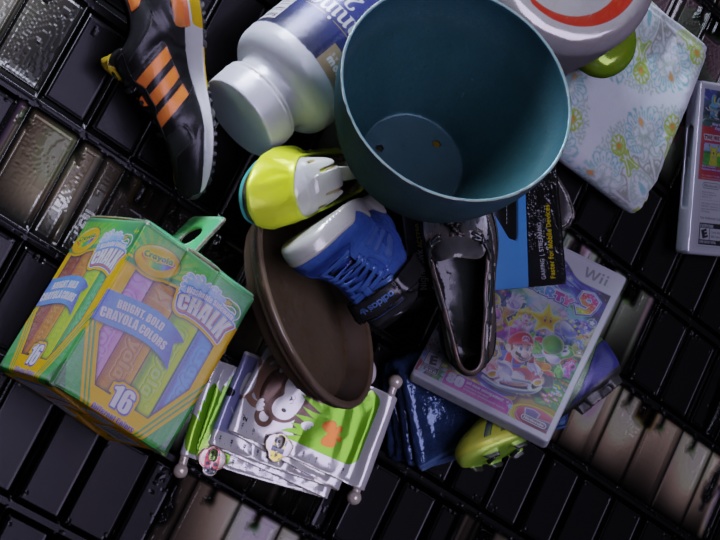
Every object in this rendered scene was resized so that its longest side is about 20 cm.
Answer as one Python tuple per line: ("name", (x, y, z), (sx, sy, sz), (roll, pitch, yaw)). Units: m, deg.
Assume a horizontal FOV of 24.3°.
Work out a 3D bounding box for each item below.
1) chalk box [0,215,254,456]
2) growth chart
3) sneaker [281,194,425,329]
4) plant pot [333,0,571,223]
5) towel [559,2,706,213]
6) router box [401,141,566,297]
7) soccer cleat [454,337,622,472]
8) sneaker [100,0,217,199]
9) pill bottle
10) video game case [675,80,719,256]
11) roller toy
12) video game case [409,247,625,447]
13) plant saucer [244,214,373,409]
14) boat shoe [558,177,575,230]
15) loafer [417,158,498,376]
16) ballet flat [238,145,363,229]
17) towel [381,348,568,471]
("chalk box", (-0.184, 0.032, 1.391), (0.124, 0.124, 0.201), (36, 73, -28))
("growth chart", (-0.063, 0.134, 1.519), (0.199, 0.018, 0.146), (14, 85, -21))
("sneaker", (0.001, -0.001, 1.468), (0.077, 0.200, 0.112), (-31, 90, 15))
("plant pot", (0.062, -0.120, 1.419), (0.199, 0.135, 0.201), (7, 65, -14))
("towel", (0.261, -0.185, 1.700), (0.171, 0.048, 0.201), (31, 76, -28))
("router box", (0.110, -0.082, 1.550), (0.148, 0.051, 0.201), (-6, 106, 6))
("soccer cleat", (0.160, 0.122, 1.600), (0.200, 0.065, 0.084), (-30, 78, -23))
("sneaker", (-0.176, -0.159, 1.427), (0.089, 0.070, 0.201), (-6, 96, -16))
("pill bottle", (-0.038, -0.193, 1.477), (0.200, 0.111, 0.111), (-42, 113, -23))
("video game case", (0.422, -0.103, 1.810), (0.199, 0.023, 0.184), (4, 91, -36))
("roller toy", (0.176, -0.279, 1.568), (0.199, 0.140, 0.184), (-1, 82, -18))
("video game case", (0.152, 0.055, 1.591), (0.143, 0.018, 0.201), (26, 60, 8))
("plant saucer", (-0.047, 0.029, 1.470), (0.200, 0.029, 0.201), (52, 27, -40))
("boat shoe", (0.145, -0.101, 1.624), (0.201, 0.060, 0.072), (41, 71, -27))
("loafer", (0.093, -0.003, 1.508), (0.071, 0.063, 0.201), (-8, 101, 3))
("ballet flat", (-0.039, -0.079, 1.449), (0.200, 0.067, 0.067), (-26, 110, -68))
("towel", (0.115, 0.120, 1.624), (0.199, 0.048, 0.112), (-12, 98, -31))
